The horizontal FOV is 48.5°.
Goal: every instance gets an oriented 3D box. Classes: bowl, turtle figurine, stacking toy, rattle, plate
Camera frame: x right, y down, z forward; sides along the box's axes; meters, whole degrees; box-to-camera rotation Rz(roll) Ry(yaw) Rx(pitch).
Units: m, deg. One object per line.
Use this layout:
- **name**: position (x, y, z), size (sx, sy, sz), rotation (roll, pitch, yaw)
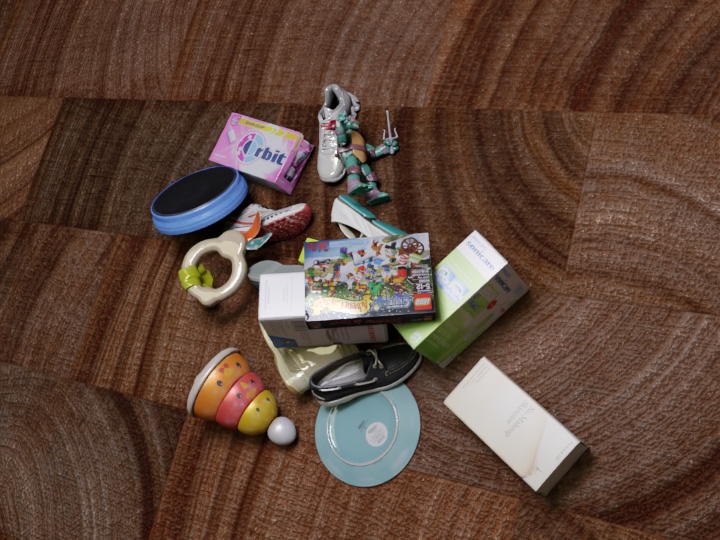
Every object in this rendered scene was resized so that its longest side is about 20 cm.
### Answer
- **bowl**: position (-0.321, -0.144, 1.580), size (0.200, 0.039, 0.201), rotation (-16, 31, 10)
- **turtle figurine**: position (0.001, -0.229, 1.507), size (0.101, 0.149, 0.200), rotation (-29, 64, 47)
- **stacking toy**: position (-0.197, 0.245, 1.442), size (0.200, 0.146, 0.146), rotation (31, 86, 13)
- **rattle**: position (-0.245, -0.011, 1.552), size (0.130, 0.143, 0.200), rotation (33, 76, 31)
- **plate**: position (0.006, 0.267, 1.373), size (0.200, 0.026, 0.201), rotation (-10, 67, 23)

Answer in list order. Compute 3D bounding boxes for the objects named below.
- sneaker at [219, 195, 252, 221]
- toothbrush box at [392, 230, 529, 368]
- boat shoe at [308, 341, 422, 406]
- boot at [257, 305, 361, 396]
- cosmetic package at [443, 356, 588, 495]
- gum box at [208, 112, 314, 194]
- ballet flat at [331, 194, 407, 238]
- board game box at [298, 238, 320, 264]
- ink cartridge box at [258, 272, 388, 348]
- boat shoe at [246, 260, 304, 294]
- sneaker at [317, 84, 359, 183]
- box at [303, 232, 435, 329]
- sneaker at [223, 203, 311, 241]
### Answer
- **sneaker**: position (-0.313, -0.146, 1.656), size (0.200, 0.074, 0.088), rotation (-12, 62, 23)
- **toothbrush box**: position (0.160, 0.051, 1.307), size (0.200, 0.146, 0.086), rotation (-44, 59, 4)
- **boat shoe**: position (0.007, 0.168, 1.369), size (0.200, 0.060, 0.074), rotation (-21, 48, 4)
- **boot**: position (-0.094, 0.109, 1.454), size (0.155, 0.073, 0.200), rotation (-33, 54, 7)
- **cosmetic package**: position (0.239, 0.240, 1.242), size (0.104, 0.073, 0.200), rotation (-50, 58, 1)
- **gum box**: position (-0.200, -0.239, 1.635), size (0.200, 0.066, 0.114), rotation (22, 83, 31)
- **ballet flat**: position (0.018, -0.072, 1.477), size (0.200, 0.069, 0.069), rotation (35, 89, 36)
- **board game box**: position (0.000, 0.000, 1.429), size (0.200, 0.102, 0.048), rotation (15, 79, 30)
- **ink cartridge box**: position (-0.057, 0.065, 1.332), size (0.199, 0.145, 0.084), rotation (-3, 66, 4)
- **boat shoe**: position (-0.137, 0.029, 1.480), size (0.076, 0.060, 0.200), rotation (-37, 30, -21)
- **sneaker**: position (-0.057, -0.271, 1.572), size (0.075, 0.081, 0.200), rotation (-1, 73, 24)
- **box**: position (0.013, 0.016, 1.246), size (0.199, 0.038, 0.137), rotation (-5, 64, 3)
- **sneaker**: position (-0.190, -0.102, 1.575), size (0.200, 0.078, 0.082), rotation (-13, 65, 21)
